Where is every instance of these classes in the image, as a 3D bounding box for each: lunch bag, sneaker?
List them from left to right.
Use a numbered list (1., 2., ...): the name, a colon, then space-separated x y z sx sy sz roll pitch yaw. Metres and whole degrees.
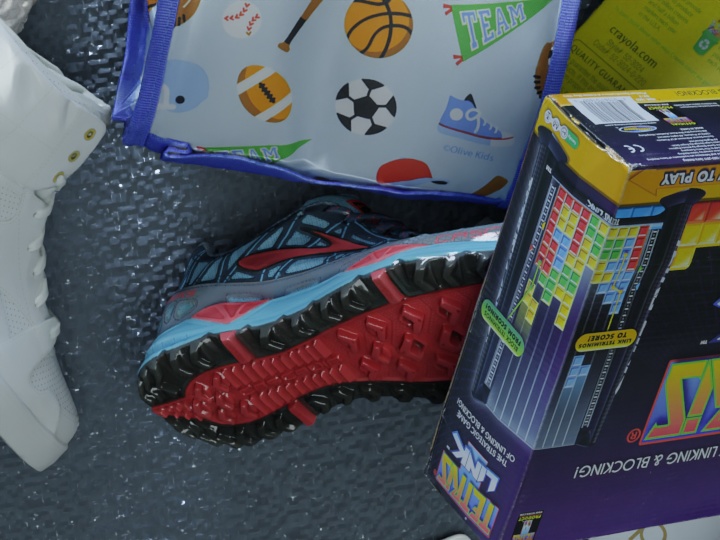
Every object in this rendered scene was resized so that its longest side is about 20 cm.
1. sneaker: -0.135 -0.016 1.040 0.115 0.074 0.200 -36 130 -9
2. lunch bag: 0.000 -0.132 1.025 0.169 0.124 0.201 8 94 -11
3. sneaker: 0.000 0.000 1.041 0.199 0.096 0.079 -13 137 26

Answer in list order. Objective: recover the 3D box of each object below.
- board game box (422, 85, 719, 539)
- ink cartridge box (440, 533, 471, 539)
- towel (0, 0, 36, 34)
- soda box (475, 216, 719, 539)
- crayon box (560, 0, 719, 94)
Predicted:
1. board game box: 0.135 0.014 0.978 0.199 0.057 0.166 -6 125 -35
2. ink cartridge box: 0.025 0.229 1.140 0.117 0.067 0.201 -16 105 -5
3. towel: -0.214 -0.084 1.045 0.132 0.034 0.201 25 98 -13
4. soda box: 0.102 0.073 1.115 0.064 0.068 0.200 -42 106 2
5. crayon box: 0.154 -0.076 1.059 0.200 0.127 0.051 -47 144 4
